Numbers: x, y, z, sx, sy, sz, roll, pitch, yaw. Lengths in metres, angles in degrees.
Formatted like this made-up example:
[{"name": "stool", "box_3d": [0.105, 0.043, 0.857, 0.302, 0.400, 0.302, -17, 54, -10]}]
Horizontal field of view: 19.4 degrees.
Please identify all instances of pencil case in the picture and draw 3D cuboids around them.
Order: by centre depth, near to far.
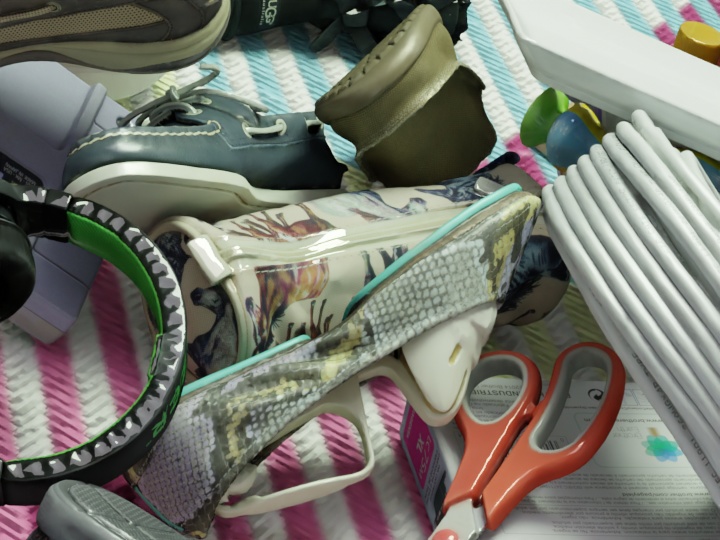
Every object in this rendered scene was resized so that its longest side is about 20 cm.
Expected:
[{"name": "pencil case", "box_3d": [0.000, 0.000, 0.917, 0.199, 0.090, 0.078, -12, 54, -35]}]

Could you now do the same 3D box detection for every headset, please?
[{"name": "headset", "box_3d": [-0.165, 0.028, 0.799, 0.198, 0.094, 0.124, 11, 59, -1]}]

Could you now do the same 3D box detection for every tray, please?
[{"name": "tray", "box_3d": [0.148, -0.076, 0.952, 0.199, 0.022, 0.108, 22, 20, -13]}]

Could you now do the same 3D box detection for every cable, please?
[{"name": "cable", "box_3d": [0.150, 0.030, 0.868, 0.200, 0.069, 0.200, 49, 11, -27]}]

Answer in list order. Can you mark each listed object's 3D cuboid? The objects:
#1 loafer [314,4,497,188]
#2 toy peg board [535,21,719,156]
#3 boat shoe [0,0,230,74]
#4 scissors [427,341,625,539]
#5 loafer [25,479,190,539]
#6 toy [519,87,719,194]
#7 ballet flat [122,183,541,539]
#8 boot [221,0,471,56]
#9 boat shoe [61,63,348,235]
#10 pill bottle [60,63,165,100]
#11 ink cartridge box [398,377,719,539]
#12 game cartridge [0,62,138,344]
[{"name": "loafer", "box_3d": [0.029, -0.071, 0.988, 0.067, 0.076, 0.200, 48, 4, 4]}, {"name": "toy peg board", "box_3d": [0.234, -0.078, 1.128, 0.198, 0.098, 0.200, -17, 45, -41]}, {"name": "boat shoe", "box_3d": [-0.149, -0.125, 0.854, 0.198, 0.074, 0.075, -6, 54, -16]}, {"name": "scissors", "box_3d": [0.044, 0.096, 0.799, 0.073, 0.014, 0.200, 5, 43, 25]}, {"name": "loafer", "box_3d": [-0.039, 0.149, 0.725, 0.199, 0.063, 0.072, 33, 6, 16]}, {"name": "toy", "box_3d": [0.148, -0.020, 1.012, 0.047, 0.116, 0.200, -35, 55, -17]}, {"name": "ballet flat", "box_3d": [0.000, 0.043, 0.831, 0.200, 0.072, 0.072, -32, 49, -11]}, {"name": "boot", "box_3d": [-0.031, -0.193, 1.207, 0.161, 0.074, 0.199, -1, 44, -21]}, {"name": "boat shoe", "box_3d": [-0.066, -0.051, 0.925, 0.200, 0.075, 0.062, -1, 76, -58]}, {"name": "pill bottle", "box_3d": [-0.137, -0.179, 1.010, 0.111, 0.201, 0.113, -2, 50, 2]}, {"name": "ink cartridge box", "box_3d": [0.096, 0.116, 0.833, 0.118, 0.042, 0.200, 2, 32, -17]}, {"name": "game cartridge", "box_3d": [-0.188, -0.069, 0.898, 0.199, 0.038, 0.130, 35, 40, -18]}]
